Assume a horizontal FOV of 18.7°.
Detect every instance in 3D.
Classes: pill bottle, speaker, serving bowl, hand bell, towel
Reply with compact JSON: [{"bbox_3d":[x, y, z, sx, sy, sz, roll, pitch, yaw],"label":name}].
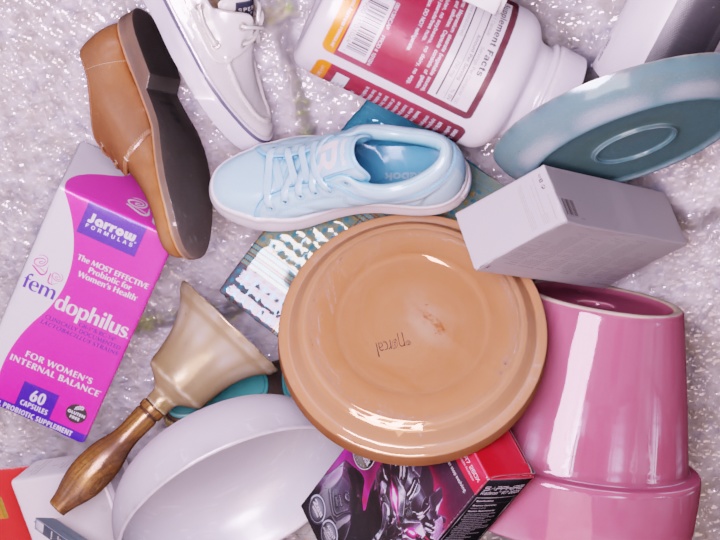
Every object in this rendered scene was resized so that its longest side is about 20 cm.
[{"bbox_3d":[0.060,-0.161,1.615,0.199,0.113,0.113,26,114,-7],"label":"pill bottle"},{"bbox_3d":[0.249,-0.217,1.592,0.081,0.081,0.201,24,113,-6],"label":"speaker"},{"bbox_3d":[-0.108,0.158,1.712,0.199,0.066,0.200,-21,150,-13],"label":"serving bowl"},{"bbox_3d":[-0.170,0.116,1.721,0.104,0.104,0.200,44,85,-14],"label":"hand bell"},{"bbox_3d":[0.008,-0.019,1.670,0.146,0.022,0.200,38,83,2],"label":"towel"}]

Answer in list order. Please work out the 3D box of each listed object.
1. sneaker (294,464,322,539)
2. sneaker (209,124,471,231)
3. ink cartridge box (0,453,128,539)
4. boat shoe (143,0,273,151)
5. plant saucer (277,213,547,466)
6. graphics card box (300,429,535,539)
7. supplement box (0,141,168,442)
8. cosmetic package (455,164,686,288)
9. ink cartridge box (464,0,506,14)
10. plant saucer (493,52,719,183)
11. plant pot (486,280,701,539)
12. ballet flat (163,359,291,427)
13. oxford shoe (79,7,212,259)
[{"bbox_3d":[-0.001,0.154,1.784,0.092,0.076,0.201,23,113,-1],"label":"sneaker"},{"bbox_3d":[-0.020,-0.080,1.619,0.199,0.074,0.082,-6,157,6],"label":"sneaker"},{"bbox_3d":[-0.244,0.256,1.819,0.175,0.045,0.201,-11,105,30],"label":"ink cartridge box"},{"bbox_3d":[-0.107,-0.186,1.646,0.070,0.071,0.201,-24,103,18],"label":"boat shoe"},{"bbox_3d":[0.038,0.045,1.602,0.199,0.201,0.032,3,152,4],"label":"plant saucer"},{"bbox_3d":[0.040,0.168,1.661,0.051,0.126,0.200,0,139,-38],"label":"graphics card box"},{"bbox_3d":[-0.220,0.017,1.725,0.101,0.103,0.201,23,112,-6],"label":"supplement box"},{"bbox_3d":[0.158,-0.031,1.619,0.082,0.200,0.051,-31,70,27],"label":"cosmetic package"},{"bbox_3d":[0.027,-0.275,1.551,0.199,0.145,0.084,24,113,-6],"label":"ink cartridge box"},{"bbox_3d":[0.194,-0.100,1.565,0.199,0.200,0.028,-21,74,13],"label":"plant saucer"},{"bbox_3d":[0.174,0.108,1.693,0.199,0.200,0.180,9,100,1],"label":"plant pot"},{"bbox_3d":[-0.061,0.106,1.776,0.199,0.071,0.071,-13,112,10],"label":"ballet flat"},{"bbox_3d":[-0.164,-0.094,1.657,0.071,0.071,0.201,-24,71,20],"label":"oxford shoe"}]
